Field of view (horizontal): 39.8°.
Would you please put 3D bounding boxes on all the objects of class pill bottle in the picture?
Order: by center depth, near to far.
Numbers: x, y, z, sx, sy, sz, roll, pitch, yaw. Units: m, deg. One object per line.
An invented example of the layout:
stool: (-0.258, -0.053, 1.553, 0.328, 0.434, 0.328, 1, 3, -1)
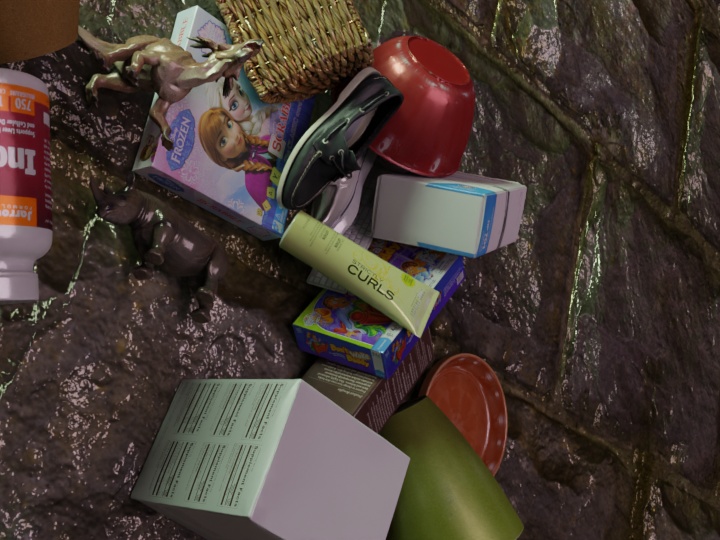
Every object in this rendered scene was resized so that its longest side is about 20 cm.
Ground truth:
pill bottle: (-0.336, -0.072, 0.897, 0.112, 0.112, 0.203, 0, 86, -46)

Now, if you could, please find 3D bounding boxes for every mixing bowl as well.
mixing bowl: (0.073, -0.226, 1.276, 0.198, 0.109, 0.201, 23, 37, -18)

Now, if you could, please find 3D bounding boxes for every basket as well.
basket: (-0.087, -0.307, 1.185, 0.143, 0.148, 0.202, -63, 127, -89)

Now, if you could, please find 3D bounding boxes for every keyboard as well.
keyboard: (-0.005, -0.056, 1.288, 0.201, 0.056, 0.011, -64, 152, -29)

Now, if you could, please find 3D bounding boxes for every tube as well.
tube: (0.000, 0.000, 1.177, 0.199, 0.052, 0.058, 33, 90, -3)

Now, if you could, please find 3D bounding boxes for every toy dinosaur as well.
toy dinosaur: (-0.206, -0.215, 1.039, 0.136, 0.198, 0.086, -49, 156, -36)

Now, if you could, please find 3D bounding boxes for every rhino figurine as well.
rhino figurine: (-0.215, -0.035, 1.057, 0.200, 0.059, 0.088, 44, 37, -34)

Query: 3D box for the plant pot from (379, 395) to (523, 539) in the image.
plant pot: (0.084, 0.272, 1.278, 0.186, 0.186, 0.202, -21, 86, -45)

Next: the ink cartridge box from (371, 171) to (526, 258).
ink cartridge box: (0.120, -0.080, 1.307, 0.200, 0.145, 0.087, -15, 115, -65)

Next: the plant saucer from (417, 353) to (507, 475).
plant saucer: (0.142, 0.221, 1.428, 0.199, 0.032, 0.203, 7, 81, -45)

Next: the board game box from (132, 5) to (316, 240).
board game box: (-0.150, -0.166, 1.154, 0.199, 0.041, 0.203, 27, 67, -42)

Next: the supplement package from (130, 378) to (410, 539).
supplement package: (-0.093, 0.221, 1.059, 0.191, 0.198, 0.148, 41, 58, -36)

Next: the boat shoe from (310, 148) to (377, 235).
boat shoe: (-0.031, -0.118, 1.255, 0.066, 0.071, 0.202, 42, 56, -30)

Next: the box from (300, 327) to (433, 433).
box: (0.000, 0.136, 1.228, 0.200, 0.099, 0.076, -47, 138, -38)

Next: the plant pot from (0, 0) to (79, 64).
plant pot: (-0.329, -0.298, 0.900, 0.186, 0.185, 0.202, -37, 125, -42)

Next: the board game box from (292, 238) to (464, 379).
board game box: (0.026, 0.037, 1.247, 0.200, 0.133, 0.045, -49, 141, -38)

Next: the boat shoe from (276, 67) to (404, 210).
boat shoe: (-0.019, -0.145, 1.169, 0.200, 0.066, 0.075, -51, 154, -13)
